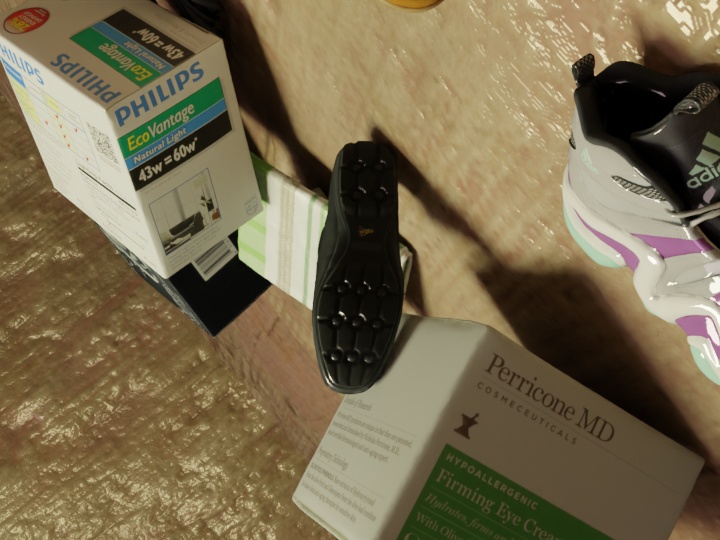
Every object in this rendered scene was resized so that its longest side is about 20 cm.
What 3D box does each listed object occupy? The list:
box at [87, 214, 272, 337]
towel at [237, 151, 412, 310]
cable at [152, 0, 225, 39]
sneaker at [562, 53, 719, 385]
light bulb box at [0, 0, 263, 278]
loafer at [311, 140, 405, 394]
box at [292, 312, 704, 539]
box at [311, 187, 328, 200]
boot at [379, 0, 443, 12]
[{"bbox_3d":[-0.217,-0.061,1.245,0.196,0.124,0.200,34,162,46],"label":"box"},{"bbox_3d":[-0.038,-0.018,1.058,0.200,0.031,0.150,34,141,22],"label":"towel"},{"bbox_3d":[-0.179,-0.255,1.001,0.163,0.051,0.200,42,161,15],"label":"cable"},{"bbox_3d":[0.155,-0.023,0.465,0.200,0.078,0.140,41,163,34],"label":"sneaker"},{"bbox_3d":[-0.210,-0.136,1.003,0.198,0.125,0.200,35,150,33],"label":"light bulb box"},{"bbox_3d":[0.000,0.000,0.844,0.068,0.201,0.070,5,159,-2],"label":"loafer"},{"bbox_3d":[0.092,0.152,0.801,0.199,0.172,0.200,31,170,-15],"label":"box"},{"bbox_3d":[-0.071,-0.053,1.170,0.039,0.041,0.200,53,165,-9],"label":"box"},{"bbox_3d":[0.005,-0.209,0.472,0.202,0.071,0.144,60,167,-14],"label":"boot"}]
